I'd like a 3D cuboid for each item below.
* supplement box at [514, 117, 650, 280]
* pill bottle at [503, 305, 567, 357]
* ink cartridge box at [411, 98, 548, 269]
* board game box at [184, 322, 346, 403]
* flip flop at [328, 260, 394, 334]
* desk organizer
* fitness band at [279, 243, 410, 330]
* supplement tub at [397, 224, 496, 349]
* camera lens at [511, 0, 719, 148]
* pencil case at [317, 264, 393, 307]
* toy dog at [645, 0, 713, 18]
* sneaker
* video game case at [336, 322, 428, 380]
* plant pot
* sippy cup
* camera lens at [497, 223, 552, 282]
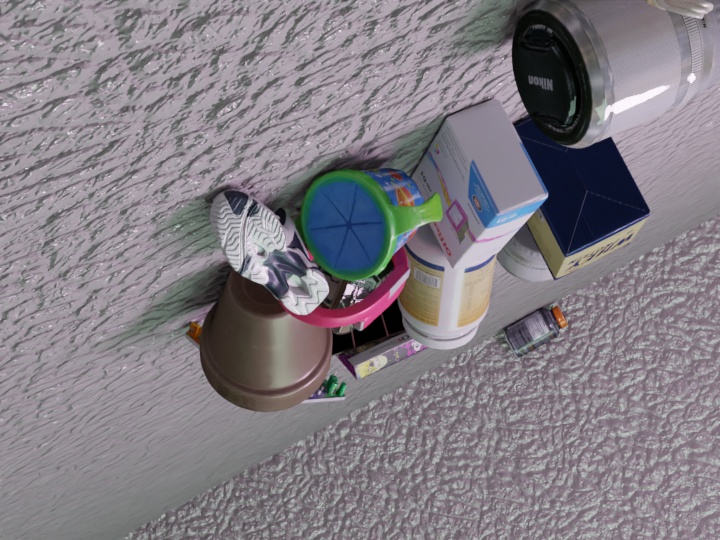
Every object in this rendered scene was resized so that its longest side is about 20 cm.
[{"bbox_3d":[0.306,-0.118,1.623,0.133,0.203,0.200,-25,169,0],"label":"supplement box"},{"bbox_3d":[0.570,0.192,3.590,0.198,0.107,0.106,-29,167,9],"label":"pill bottle"},{"bbox_3d":[0.150,-0.108,1.468,0.084,0.146,0.200,-22,166,-18],"label":"ink cartridge box"},{"bbox_3d":[-0.144,0.141,1.727,0.198,0.199,0.026,5,115,-52],"label":"board game box"},{"bbox_3d":[0.000,0.000,1.669,0.080,0.057,0.202,21,100,-40],"label":"flip flop"},{"bbox_3d":[0.004,0.080,1.962,0.197,0.077,0.072,-18,133,-9],"label":"desk organizer"},{"bbox_3d":[-0.021,0.003,1.445,0.200,0.142,0.038,-41,153,-38],"label":"fitness band"},{"bbox_3d":[0.127,0.005,1.656,0.143,0.145,0.202,-21,139,-24],"label":"supplement tub"},{"bbox_3d":[0.274,-0.233,1.195,0.197,0.162,0.160,-22,167,-18],"label":"camera lens"},{"bbox_3d":[0.018,-0.003,1.768,0.198,0.079,0.089,-18,-173,-34],"label":"pencil case"},{"bbox_3d":[0.255,-0.301,1.029,0.129,0.098,0.200,12,-163,-4],"label":"toy dog"},{"bbox_3d":[-0.124,-0.044,1.338,0.080,0.130,0.199,-46,128,5],"label":"sneaker"},{"bbox_3d":[0.027,0.106,2.025,0.179,0.200,0.036,-22,122,-16],"label":"video game case"},{"bbox_3d":[-0.133,0.070,1.563,0.198,0.202,0.176,-22,149,-19],"label":"plant pot"},{"bbox_3d":[0.012,-0.070,1.403,0.130,0.177,0.141,-27,145,-55],"label":"sippy cup"},{"bbox_3d":[0.297,-0.075,1.829,0.158,0.162,0.200,-26,168,-2],"label":"camera lens"}]
